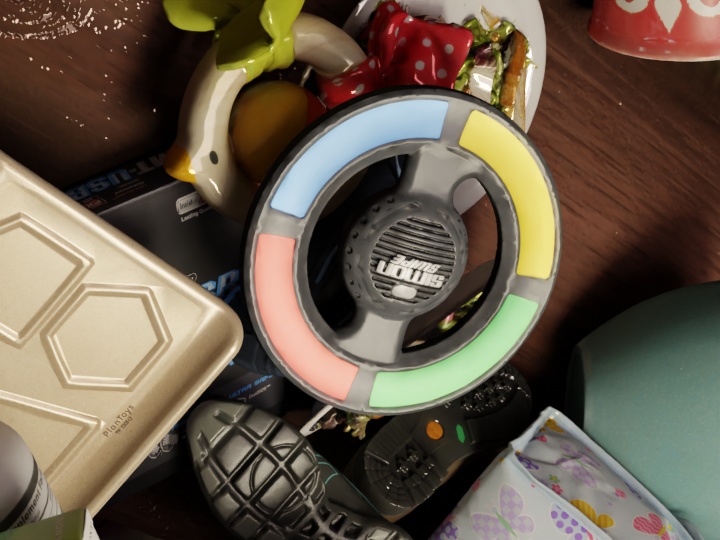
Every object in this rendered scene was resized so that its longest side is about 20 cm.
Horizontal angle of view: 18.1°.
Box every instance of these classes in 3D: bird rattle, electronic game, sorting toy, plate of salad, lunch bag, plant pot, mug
[{"bbox_3d":[-0.037,-0.102,1.332,0.200,0.113,0.163,25,92,-44],"label":"bird rattle"},{"bbox_3d":[0.025,-0.010,1.316,0.199,0.042,0.201,-7,111,-19],"label":"electronic game"},{"bbox_3d":[-0.195,0.044,1.261,0.200,0.036,0.185,36,101,-27],"label":"sorting toy"},{"bbox_3d":[0.054,-0.113,1.466,0.200,0.048,0.201,-21,125,-33],"label":"plate of salad"},{"bbox_3d":[0.147,0.228,1.581,0.170,0.200,0.127,-54,169,26],"label":"lunch bag"},{"bbox_3d":[0.044,0.055,1.462,0.200,0.048,0.200,-37,175,-4],"label":"plate of salad"},{"bbox_3d":[0.222,0.103,1.657,0.134,0.200,0.201,3,115,-3],"label":"plant pot"},{"bbox_3d":[0.214,-0.262,1.506,0.133,0.178,0.201,-4,115,-1],"label":"mug"}]

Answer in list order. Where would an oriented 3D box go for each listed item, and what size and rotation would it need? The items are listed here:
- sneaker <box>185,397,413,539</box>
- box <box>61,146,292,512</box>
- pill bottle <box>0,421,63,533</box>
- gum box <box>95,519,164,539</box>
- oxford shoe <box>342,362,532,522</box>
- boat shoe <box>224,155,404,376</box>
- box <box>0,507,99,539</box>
[{"bbox_3d":[-0.045,0.148,1.437,0.075,0.079,0.200,-46,117,-4],"label":"sneaker"},{"bbox_3d":[-0.137,0.036,1.369,0.200,0.050,0.199,-25,127,-32],"label":"box"},{"bbox_3d":[-0.214,0.150,1.212,0.116,0.116,0.200,-37,122,-23],"label":"pill bottle"},{"bbox_3d":[-0.142,0.221,1.359,0.113,0.200,0.066,-32,112,-27],"label":"gum box"},{"bbox_3d":[0.045,0.118,1.574,0.200,0.073,0.084,-29,170,-44],"label":"oxford shoe"},{"bbox_3d":[0.000,0.000,1.400,0.200,0.069,0.084,-48,138,-18],"label":"boat shoe"},{"bbox_3d":[-0.208,0.212,1.160,0.199,0.036,0.145,-19,120,5],"label":"box"}]
